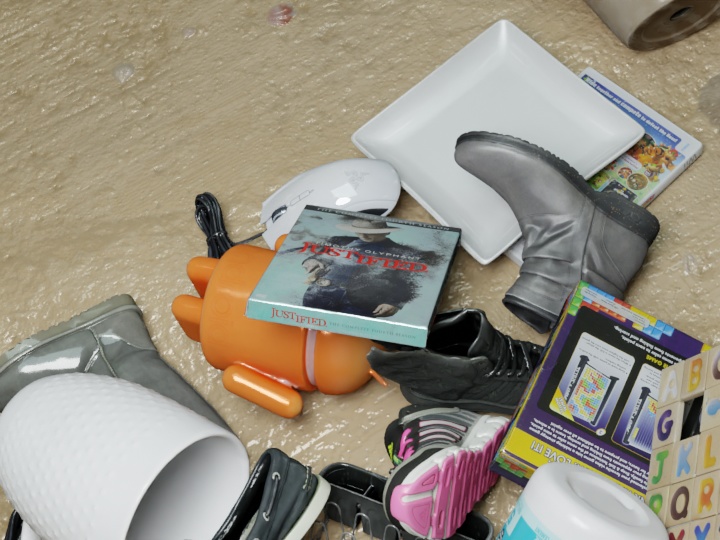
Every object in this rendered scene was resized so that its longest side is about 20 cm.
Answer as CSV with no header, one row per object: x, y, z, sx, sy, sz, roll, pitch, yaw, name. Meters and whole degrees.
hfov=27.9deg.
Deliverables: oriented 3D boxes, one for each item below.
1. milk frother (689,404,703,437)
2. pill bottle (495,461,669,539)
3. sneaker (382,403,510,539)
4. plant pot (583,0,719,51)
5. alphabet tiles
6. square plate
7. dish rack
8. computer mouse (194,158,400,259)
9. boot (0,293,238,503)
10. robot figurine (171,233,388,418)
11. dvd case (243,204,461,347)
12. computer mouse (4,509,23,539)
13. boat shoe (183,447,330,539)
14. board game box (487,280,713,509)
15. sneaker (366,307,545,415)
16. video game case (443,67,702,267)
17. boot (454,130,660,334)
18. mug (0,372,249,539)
0.364,0.113,1.042,0.188,0.200,0.181,20,64,-8,milk frother
0.134,0.250,1.060,0.111,0.111,0.200,34,106,26,pill bottle
0.050,0.153,1.141,0.087,0.200,0.074,14,106,21,sneaker
0.269,-0.313,1.373,0.199,0.200,0.174,-23,74,-3,plant pot
0.257,0.124,1.018,0.008,0.200,0.168,19,66,-15,alphabet tiles
0.126,-0.120,1.345,0.200,0.028,0.198,-38,59,-12,square plate
-0.001,0.250,1.121,0.153,0.055,0.200,17,41,21,dish rack
-0.060,-0.056,1.332,0.199,0.044,0.110,-23,58,14,computer mouse
-0.222,0.133,1.270,0.182,0.073,0.200,-32,66,-6,boot
-0.061,0.045,1.255,0.199,0.117,0.144,11,27,16,robot figurine
0.000,0.000,1.197,0.145,0.022,0.200,9,25,9,dvd case
-0.226,0.264,1.197,0.199,0.046,0.141,10,61,16,computer mouse
-0.103,0.218,1.101,0.066,0.074,0.199,47,66,-16,boat shoe
0.226,0.127,1.149,0.200,0.057,0.166,28,68,3,board game box
0.101,0.073,1.193,0.199,0.104,0.060,-1,57,-4,sneaker
0.196,-0.088,1.339,0.200,0.018,0.143,-42,60,-14,video game case
0.150,-0.026,1.239,0.200,0.070,0.132,27,77,1,boot
-0.208,0.183,1.144,0.175,0.148,0.201,24,99,30,mug
